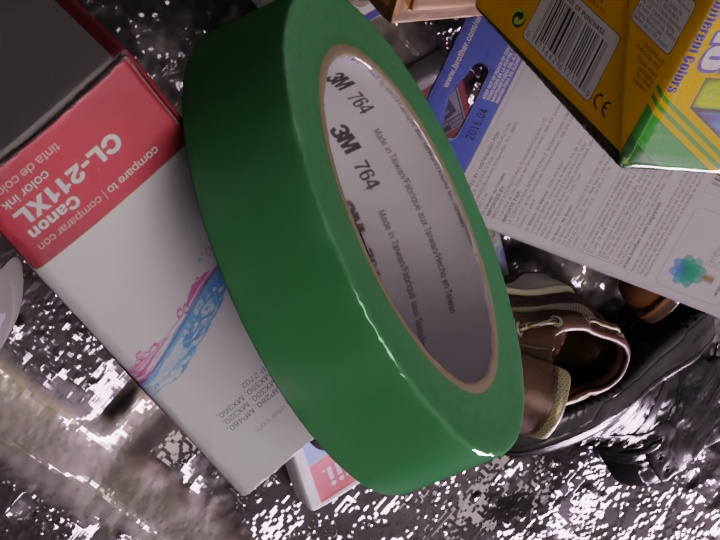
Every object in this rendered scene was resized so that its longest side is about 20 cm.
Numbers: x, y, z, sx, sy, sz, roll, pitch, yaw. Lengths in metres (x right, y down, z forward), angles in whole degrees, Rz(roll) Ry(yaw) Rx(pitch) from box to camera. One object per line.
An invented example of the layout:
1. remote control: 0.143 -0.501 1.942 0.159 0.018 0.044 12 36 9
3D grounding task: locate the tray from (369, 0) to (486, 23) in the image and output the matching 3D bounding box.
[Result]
1. tray: 0.101 -0.163 1.050 0.199 0.037 0.099 -7 131 -30

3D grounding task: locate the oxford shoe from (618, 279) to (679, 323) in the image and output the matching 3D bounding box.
1. oxford shoe: 0.166 -0.070 1.229 0.071 0.071 0.201 17 106 -12

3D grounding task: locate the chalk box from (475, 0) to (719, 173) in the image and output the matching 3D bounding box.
1. chalk box: 0.176 -0.122 1.022 0.199 0.125 0.124 0 128 -38

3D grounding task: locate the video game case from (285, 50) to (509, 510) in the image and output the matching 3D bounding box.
1. video game case: 0.007 0.008 1.178 0.143 0.017 0.201 -31 130 -19

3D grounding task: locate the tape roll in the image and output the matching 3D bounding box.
1. tape roll: 0.001 -0.013 0.959 0.048 0.201 0.200 -23 136 19

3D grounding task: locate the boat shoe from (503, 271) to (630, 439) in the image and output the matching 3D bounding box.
1. boat shoe: 0.066 0.045 1.134 0.202 0.075 0.075 -19 134 -54

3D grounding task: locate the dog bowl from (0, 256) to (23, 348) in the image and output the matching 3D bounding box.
1. dog bowl: -0.230 0.011 0.907 0.200 0.199 0.059 52 37 -42

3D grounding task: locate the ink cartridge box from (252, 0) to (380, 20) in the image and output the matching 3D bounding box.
1. ink cartridge box: -0.027 -0.194 1.024 0.099 0.039 0.201 -30 128 -19

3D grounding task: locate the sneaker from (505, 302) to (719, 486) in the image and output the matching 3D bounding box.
1. sneaker: 0.142 0.078 1.277 0.200 0.060 0.105 -31 128 -37

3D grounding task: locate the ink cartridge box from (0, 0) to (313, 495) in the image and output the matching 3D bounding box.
1. ink cartridge box: -0.096 -0.021 0.988 0.083 0.146 0.200 -41 127 -5

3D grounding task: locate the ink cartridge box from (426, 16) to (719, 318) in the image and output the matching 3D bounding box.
1. ink cartridge box: 0.124 -0.058 1.130 0.199 0.042 0.120 19 121 -13

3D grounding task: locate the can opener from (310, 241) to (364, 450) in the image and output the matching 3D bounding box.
1. can opener: 0.000 0.000 1.110 0.053 0.067 0.201 -18 124 -26
